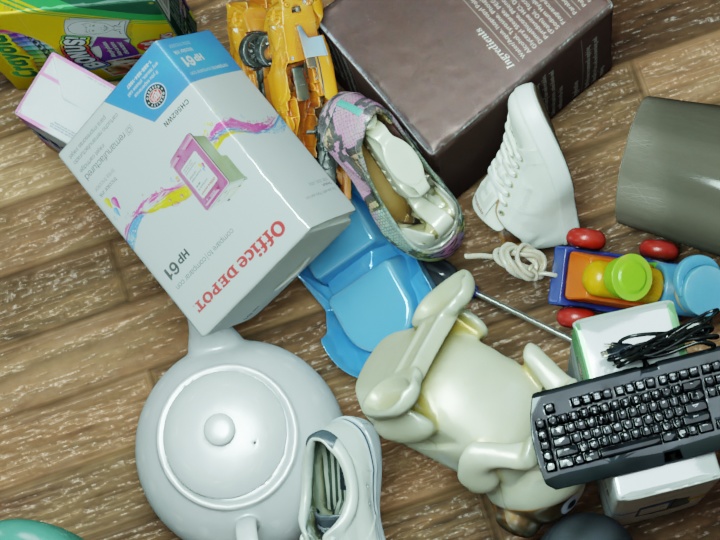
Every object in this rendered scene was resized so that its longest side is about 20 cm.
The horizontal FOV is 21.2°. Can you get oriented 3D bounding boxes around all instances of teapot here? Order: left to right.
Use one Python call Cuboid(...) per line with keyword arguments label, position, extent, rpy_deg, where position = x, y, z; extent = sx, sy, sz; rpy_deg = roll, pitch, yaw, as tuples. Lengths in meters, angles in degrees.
Cuboid(label="teapot", position=(-0.105, 0.149, 1.611), extent=(0.199, 0.146, 0.198), rpy_deg=(31, 83, 11))

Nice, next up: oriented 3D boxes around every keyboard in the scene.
Cuboid(label="keyboard", position=(0.222, 0.091, 1.439), extent=(0.199, 0.040, 0.105), rpy_deg=(-15, 77, -2))

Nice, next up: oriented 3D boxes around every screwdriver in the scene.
Cuboid(label="screwdriver", position=(0.115, 0.029, 1.672), extent=(0.199, 0.029, 0.028), rpy_deg=(29, 50, 12))

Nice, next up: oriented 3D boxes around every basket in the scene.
Cuboid(label="basket", position=(0.324, -0.071, 1.616), extent=(0.199, 0.180, 0.137), rpy_deg=(13, 122, 16))

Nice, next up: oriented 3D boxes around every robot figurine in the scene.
Cuboid(label="robot figurine", position=(-0.057, -0.129, 1.606), extent=(0.058, 0.145, 0.201), rpy_deg=(-17, 104, -30))

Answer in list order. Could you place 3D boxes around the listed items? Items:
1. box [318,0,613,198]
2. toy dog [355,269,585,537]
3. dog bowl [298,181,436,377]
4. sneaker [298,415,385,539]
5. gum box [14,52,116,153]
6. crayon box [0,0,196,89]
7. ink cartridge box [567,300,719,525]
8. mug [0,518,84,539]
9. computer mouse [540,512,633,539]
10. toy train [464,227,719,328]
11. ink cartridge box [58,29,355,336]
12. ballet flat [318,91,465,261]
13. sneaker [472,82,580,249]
Cuboid(label="box", position=(0.093, -0.196, 1.655), extent=(0.200, 0.166, 0.164), rpy_deg=(-39, 76, -4))
Cuboid(label="toy dog", position=(0.098, 0.131, 1.555), extent=(0.200, 0.194, 0.140), rpy_deg=(37, 55, -12))
Cuboid(label="dog bowl", position=(0.000, 0.000, 1.669), extent=(0.111, 0.050, 0.201), rpy_deg=(-34, 76, 18))
Cuboid(label="sneaker", position=(-0.020, 0.221, 1.560), extent=(0.073, 0.071, 0.201), rpy_deg=(-6, 91, 38))
Cuboid(label="gum box", position=(-0.193, -0.104, 1.692), extent=(0.199, 0.114, 0.066), rpy_deg=(30, 82, 12))
Cuboid(label="crayon box", position=(-0.244, -0.218, 1.679), extent=(0.172, 0.200, 0.059), rpy_deg=(-6, 77, 5))
Cuboid(label="ink cartridge box", position=(0.225, 0.120, 1.555), extent=(0.087, 0.200, 0.146), rpy_deg=(-13, 76, 0))
Cuboid(label="mug", position=(-0.299, 0.298, 1.615), extent=(0.152, 0.114, 0.185), rpy_deg=(40, 84, 13))
Cuboid(label="computer mouse", position=(0.159, 0.292, 1.562), extent=(0.138, 0.053, 0.201), rpy_deg=(29, 105, 15))
Cuboid(label="toy train", position=(0.197, 0.006, 1.592), extent=(0.199, 0.116, 0.085), rpy_deg=(8, 87, -18))
Cuboid(label="ink cartridge box", position=(-0.124, -0.070, 1.551), extent=(0.200, 0.085, 0.145), rpy_deg=(50, 118, 8))
Cuboid(label="ballet flat", position=(0.038, -0.066, 1.562), extent=(0.069, 0.200, 0.071), rpy_deg=(-48, 38, -11))
Cuboid(label="sneaker", position=(0.133, -0.075, 1.609), extent=(0.084, 0.200, 0.073), rpy_deg=(-16, 53, 2))
